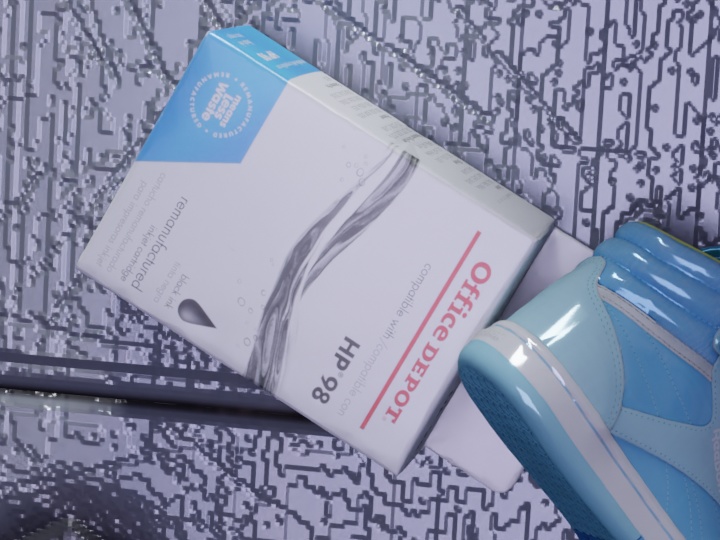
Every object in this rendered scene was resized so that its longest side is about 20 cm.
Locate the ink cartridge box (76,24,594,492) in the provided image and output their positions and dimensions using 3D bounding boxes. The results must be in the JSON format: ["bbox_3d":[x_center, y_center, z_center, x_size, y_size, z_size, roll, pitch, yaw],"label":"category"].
[{"bbox_3d":[0.000,0.000,1.057,0.199,0.067,0.116,32,101,6],"label":"ink cartridge box"}]

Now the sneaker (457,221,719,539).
[{"bbox_3d":[0.142,0.067,1.034,0.130,0.079,0.200,-43,113,-13],"label":"sneaker"}]
